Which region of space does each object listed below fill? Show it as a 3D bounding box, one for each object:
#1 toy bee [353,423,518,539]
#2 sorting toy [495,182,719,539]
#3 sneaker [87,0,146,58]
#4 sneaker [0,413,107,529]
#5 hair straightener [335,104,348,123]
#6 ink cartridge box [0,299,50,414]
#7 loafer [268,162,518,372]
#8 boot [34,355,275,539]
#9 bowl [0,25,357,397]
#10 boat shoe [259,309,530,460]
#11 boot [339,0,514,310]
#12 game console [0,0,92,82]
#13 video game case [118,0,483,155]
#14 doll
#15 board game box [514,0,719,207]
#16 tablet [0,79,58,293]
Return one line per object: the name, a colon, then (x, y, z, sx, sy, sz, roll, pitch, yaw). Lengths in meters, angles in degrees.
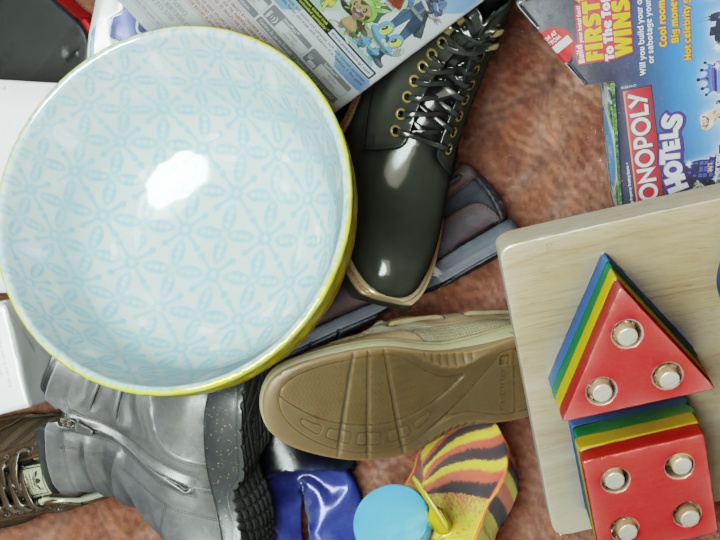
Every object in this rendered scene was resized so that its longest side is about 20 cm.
toy bee: (0.047, 0.181, 0.882, 0.109, 0.131, 0.200, 26, 90, 30)
sorting toy: (0.194, 0.059, 0.838, 0.199, 0.070, 0.199, -13, 116, 2)
sneaker: (-0.104, -0.079, 0.933, 0.115, 0.081, 0.200, -2, 97, 5)
sneaker: (-0.203, 0.123, 0.944, 0.199, 0.076, 0.071, -18, 88, 8)
hair straightener: (-0.021, -0.130, 0.932, 0.077, 0.041, 0.201, 0, 91, 8)
ink cartridge box: (-0.286, 0.071, 0.937, 0.199, 0.116, 0.067, -14, 90, 9)
loafer: (0.000, 0.000, 0.901, 0.200, 0.072, 0.063, -26, 85, -15)
boot: (-0.121, 0.135, 0.875, 0.131, 0.070, 0.201, 6, 103, 14)
bowl: (-0.087, -0.021, 0.820, 0.200, 0.108, 0.201, -4, 75, 13)
boat shoe: (0.029, 0.062, 0.876, 0.199, 0.065, 0.071, -4, 111, -25)
boot: (0.038, -0.092, 0.829, 0.077, 0.138, 0.201, 11, 65, -21)
game console: (-0.278, -0.122, 0.980, 0.177, 0.031, 0.200, 40, 95, 11)
video game case: (-0.056, -0.177, 0.793, 0.182, 0.022, 0.200, -33, 107, 37)
doll: (-0.045, 0.116, 0.931, 0.136, 0.048, 0.201, -3, 88, -11)
board game box: (0.190, -0.129, 0.865, 0.199, 0.062, 0.201, -7, 117, 2)
tablet: (-0.153, -0.046, 0.897, 0.199, 0.014, 0.131, 4, 100, 6)
